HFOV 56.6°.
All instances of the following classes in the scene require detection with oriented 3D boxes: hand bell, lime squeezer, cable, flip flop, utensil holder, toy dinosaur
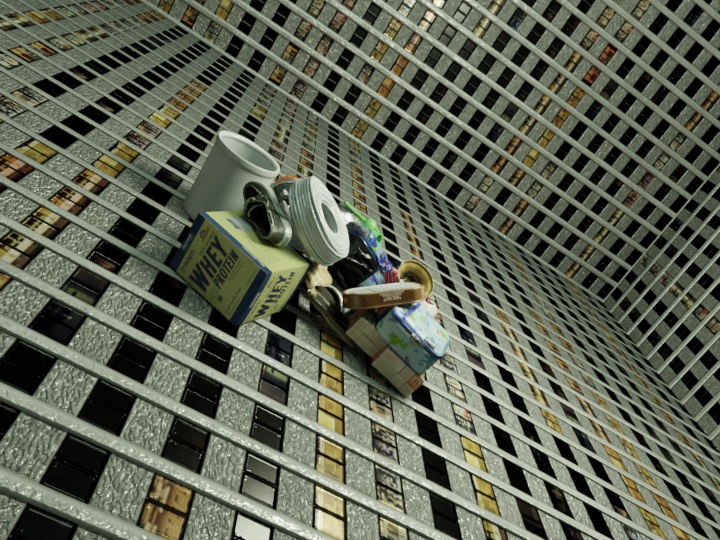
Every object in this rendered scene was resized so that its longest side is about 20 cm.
[{"bbox_3d":[0.093,0.068,1.707,0.103,0.200,0.105,14,55,-22],"label":"hand bell"},{"bbox_3d":[0.024,-0.093,1.727,0.038,0.070,0.201,-50,116,-36],"label":"lime squeezer"},{"bbox_3d":[-0.091,-0.112,1.481,0.202,0.068,0.200,64,17,-14],"label":"cable"},{"bbox_3d":[-0.079,0.104,1.540,0.201,0.057,0.081,51,23,-6],"label":"flip flop"},{"bbox_3d":[-0.316,-0.207,1.631,0.169,0.201,0.170,30,21,-13],"label":"utensil holder"},{"bbox_3d":[-0.107,-0.002,1.538,0.100,0.059,0.201,26,41,1],"label":"toy dinosaur"}]

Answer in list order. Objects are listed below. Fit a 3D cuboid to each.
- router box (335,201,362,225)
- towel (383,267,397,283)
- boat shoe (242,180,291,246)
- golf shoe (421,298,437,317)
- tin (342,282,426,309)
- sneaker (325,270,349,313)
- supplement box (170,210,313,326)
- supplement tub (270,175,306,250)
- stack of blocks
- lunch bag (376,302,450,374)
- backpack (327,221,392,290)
[{"bbox_3d":[-0.114,-0.124,1.798,0.156,0.199,0.053,24,60,-31],"label":"router box"},{"bbox_3d":[0.081,0.049,1.829,0.022,0.146,0.201,-17,45,-20],"label":"towel"},{"bbox_3d":[-0.212,-0.131,1.421,0.063,0.071,0.200,16,27,-46],"label":"boat shoe"},{"bbox_3d":[0.140,0.079,1.882,0.201,0.091,0.076,52,-7,32],"label":"golf shoe"},{"bbox_3d":[0.053,0.056,1.521,0.197,0.043,0.112,-7,3,-18],"label":"tin"},{"bbox_3d":[-0.100,0.029,1.635,0.199,0.073,0.071,40,13,8],"label":"sneaker"},{"bbox_3d":[-0.245,-0.013,1.400,0.199,0.135,0.199,39,19,14],"label":"supplement box"},{"bbox_3d":[-0.173,-0.137,1.610,0.121,0.123,0.201,27,31,-23],"label":"supplement tub"},{"bbox_3d":[0.058,0.179,1.525,0.200,0.059,0.115,44,18,-9],"label":"stack of blocks"},{"bbox_3d":[0.123,0.142,1.527,0.161,0.083,0.200,46,16,8],"label":"lunch bag"},{"bbox_3d":[0.000,0.000,1.692,0.201,0.134,0.182,58,-11,-23],"label":"backpack"}]
